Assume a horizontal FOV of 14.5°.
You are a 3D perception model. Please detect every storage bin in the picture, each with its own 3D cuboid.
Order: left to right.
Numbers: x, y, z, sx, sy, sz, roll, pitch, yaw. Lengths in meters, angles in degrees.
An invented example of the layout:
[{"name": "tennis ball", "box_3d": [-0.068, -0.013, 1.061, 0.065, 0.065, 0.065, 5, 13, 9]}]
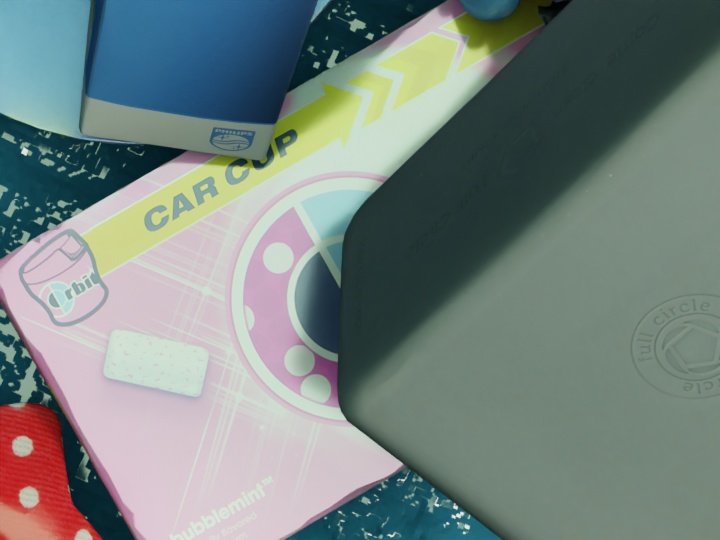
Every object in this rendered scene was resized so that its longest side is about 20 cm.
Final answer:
[{"name": "storage bin", "box_3d": [0.092, -0.008, 0.717, 0.134, 0.146, 0.200, 34, 122, -23]}]

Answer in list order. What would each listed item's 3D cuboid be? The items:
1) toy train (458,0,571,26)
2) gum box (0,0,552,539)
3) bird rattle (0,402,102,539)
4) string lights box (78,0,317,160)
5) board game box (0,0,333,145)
[{"name": "toy train", "box_3d": [0.054, -0.160, 0.801, 0.086, 0.114, 0.201, -13, 70, -24]}, {"name": "gum box", "box_3d": [0.000, 0.000, 0.860, 0.199, 0.066, 0.114, -30, 91, -4]}, {"name": "bird rattle", "box_3d": [-0.166, 0.125, 0.844, 0.199, 0.113, 0.164, -15, 110, -3]}, {"name": "string lights box", "box_3d": [-0.034, -0.117, 0.742, 0.058, 0.200, 0.104, 8, 68, -7]}, {"name": "board game box", "box_3d": [-0.067, -0.134, 0.872, 0.158, 0.039, 0.200, 43, 81, -1]}]
